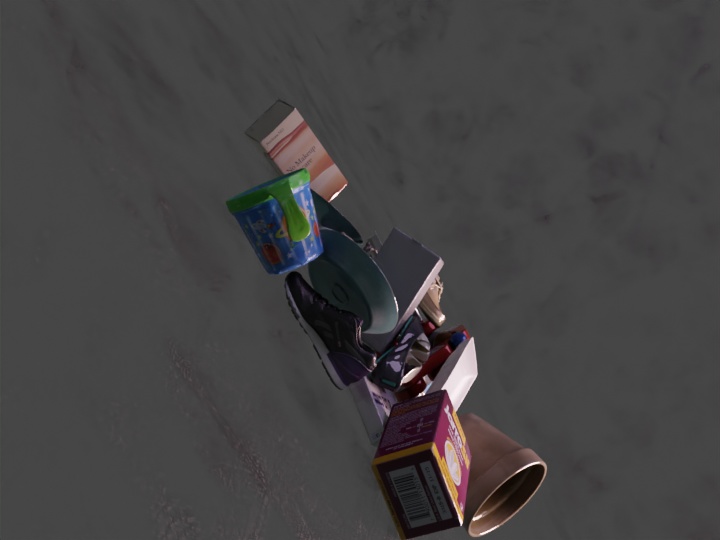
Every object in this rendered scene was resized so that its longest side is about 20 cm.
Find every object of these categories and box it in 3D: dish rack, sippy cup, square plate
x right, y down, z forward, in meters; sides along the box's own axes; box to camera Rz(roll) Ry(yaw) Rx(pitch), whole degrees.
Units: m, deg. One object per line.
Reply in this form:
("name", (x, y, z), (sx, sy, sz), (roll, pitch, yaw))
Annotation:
("dish rack", (0.066, 0.027, 1.678), (0.173, 0.043, 0.201), (60, 3, -32))
("sippy cup", (-0.120, -0.070, 1.231), (0.178, 0.137, 0.133), (-52, 123, -69))
("square plate", (0.149, 0.232, 1.466), (0.028, 0.202, 0.199), (28, -18, 23))

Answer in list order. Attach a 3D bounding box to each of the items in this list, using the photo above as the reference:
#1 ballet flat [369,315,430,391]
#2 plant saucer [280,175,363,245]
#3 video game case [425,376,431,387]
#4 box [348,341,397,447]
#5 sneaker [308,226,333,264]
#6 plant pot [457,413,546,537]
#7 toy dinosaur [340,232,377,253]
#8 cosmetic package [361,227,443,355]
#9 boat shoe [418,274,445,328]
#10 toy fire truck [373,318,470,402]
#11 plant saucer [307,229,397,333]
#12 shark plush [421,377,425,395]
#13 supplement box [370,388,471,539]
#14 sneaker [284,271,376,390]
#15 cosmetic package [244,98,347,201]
("ballet flat", (0.081, 0.148, 1.406), (0.074, 0.072, 0.200), (58, 33, -8))
("plant saucer", (-0.083, -0.099, 1.518), (0.199, 0.036, 0.200), (38, -9, 7))
("video game case", (0.131, 0.199, 1.860), (0.183, 0.045, 0.200), (60, 10, 22))
("box", (0.022, 0.211, 1.382), (0.144, 0.036, 0.203), (42, 23, -59))
("sneaker", (-0.067, -0.016, 1.495), (0.072, 0.072, 0.200), (17, -15, 12))
("plant pot", (0.233, 0.383, 1.577), (0.174, 0.200, 0.200), (46, 2, 34))
("toy dinosaur", (0.000, 0.000, 1.491), (0.047, 0.088, 0.203), (29, -43, 34))
("cosmetic package", (0.053, 0.037, 1.442), (0.106, 0.202, 0.090), (35, -2, 13))
("boat shoe", (0.125, 0.028, 1.563), (0.072, 0.064, 0.201), (53, 7, -40))
("toy fire truck", (0.129, 0.163, 1.525), (0.114, 0.198, 0.167), (62, -23, -3))
("plant saucer", (-0.024, 0.029, 1.312), (0.199, 0.036, 0.202), (36, -32, 26))
("shark plush", (0.086, 0.175, 1.697), (0.083, 0.090, 0.203), (-17, 80, -48))
("supplement box", (0.099, 0.293, 1.240), (0.200, 0.101, 0.133), (-57, 126, -69))
("sneaker", (-0.043, 0.079, 1.280), (0.202, 0.087, 0.076), (60, 11, -2))
("cosmetic package", (-0.124, -0.221, 1.590), (0.201, 0.103, 0.087), (50, -8, -36))
